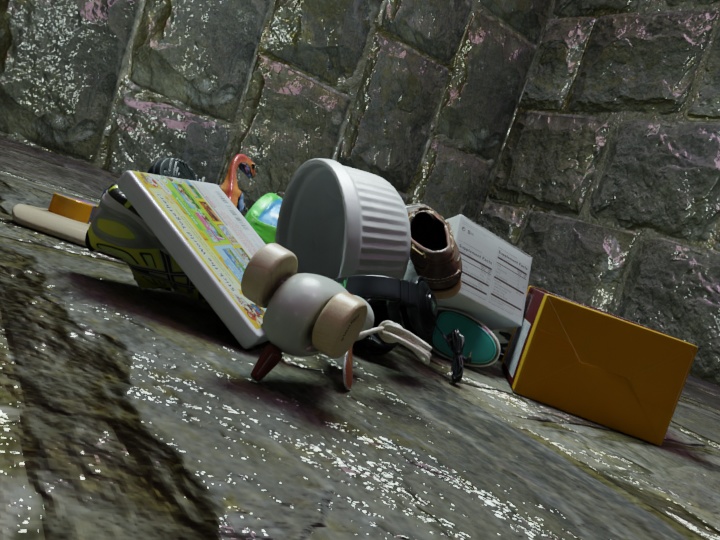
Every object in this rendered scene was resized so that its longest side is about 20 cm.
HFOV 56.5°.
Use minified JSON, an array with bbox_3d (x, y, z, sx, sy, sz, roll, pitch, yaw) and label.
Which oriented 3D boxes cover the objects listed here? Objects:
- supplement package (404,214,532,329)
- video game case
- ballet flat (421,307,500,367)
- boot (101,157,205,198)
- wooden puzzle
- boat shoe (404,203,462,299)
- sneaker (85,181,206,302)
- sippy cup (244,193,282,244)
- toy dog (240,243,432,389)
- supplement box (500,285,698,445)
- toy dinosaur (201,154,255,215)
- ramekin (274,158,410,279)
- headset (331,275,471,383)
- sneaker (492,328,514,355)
[{"bbox_3d":[0.127,0.016,1.008,0.155,0.112,0.199,26,-22,-29],"label":"supplement package"},{"bbox_3d":[-0.136,-0.015,0.691,0.200,0.023,0.182,51,13,7],"label":"video game case"},{"bbox_3d":[0.105,0.085,0.961,0.198,0.070,0.069,17,3,16],"label":"ballet flat"},{"bbox_3d":[-0.317,-0.105,1.002,0.166,0.077,0.200,-4,-8,12],"label":"boot"},{"bbox_3d":[-0.341,-0.062,0.916,0.184,0.047,0.200,19,4,-3],"label":"wooden puzzle"},{"bbox_3d":[0.087,-0.045,0.862,0.070,0.071,0.200,-18,31,-2],"label":"boat shoe"},{"bbox_3d":[-0.193,-0.008,0.707,0.200,0.076,0.076,39,13,-21],"label":"sneaker"},{"bbox_3d":[-0.125,-0.038,1.110,0.130,0.140,0.178,30,31,10],"label":"sippy cup"},{"bbox_3d":[-0.038,0.056,0.572,0.132,0.097,0.200,33,-2,38],"label":"toy dog"},{"bbox_3d":[0.317,0.120,0.933,0.196,0.134,0.200,19,4,6],"label":"supplement box"},{"bbox_3d":[-0.222,-0.113,1.181,0.104,0.183,0.200,16,6,-35],"label":"toy dinosaur"},{"bbox_3d":[-0.023,-0.036,0.850,0.104,0.202,0.200,3,12,-31],"label":"ramekin"},{"bbox_3d":[0.040,0.064,0.740,0.199,0.095,0.123,18,-29,-33],"label":"headset"},{"bbox_3d":[0.216,0.079,1.128,0.129,0.080,0.199,8,-26,26],"label":"sneaker"}]
